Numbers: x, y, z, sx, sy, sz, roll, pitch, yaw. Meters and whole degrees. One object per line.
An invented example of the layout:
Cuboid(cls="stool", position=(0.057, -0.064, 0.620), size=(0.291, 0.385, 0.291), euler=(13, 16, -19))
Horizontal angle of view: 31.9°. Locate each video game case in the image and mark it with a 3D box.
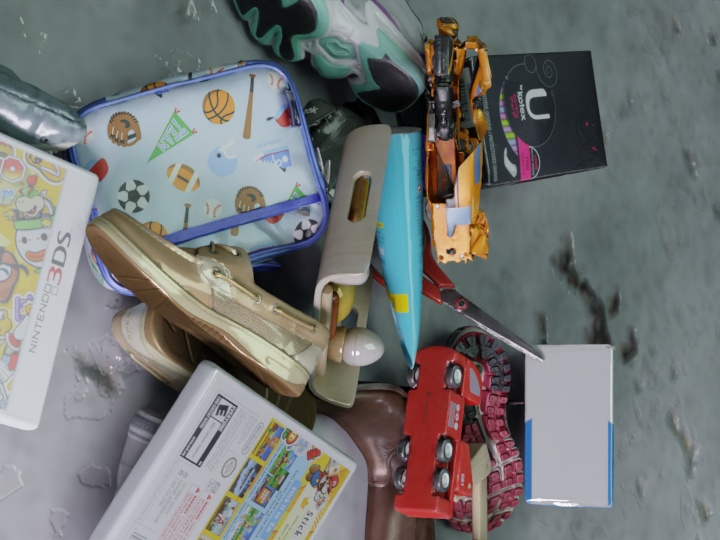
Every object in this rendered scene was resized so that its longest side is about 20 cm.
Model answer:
Cuboid(cls="video game case", position=(-0.109, 0.192, 0.936), size=(0.182, 0.023, 0.201), euler=(40, 78, -43))
Cuboid(cls="video game case", position=(-0.275, -0.011, 0.809), size=(0.199, 0.023, 0.185), euler=(23, 69, -38))

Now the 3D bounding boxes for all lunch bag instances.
Cuboid(cls="lunch bag", position=(-0.121, -0.067, 0.961), size=(0.197, 0.075, 0.163), euler=(-16, 95, -19))

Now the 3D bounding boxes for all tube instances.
Cuboid(cls="tube", position=(0.035, -0.022, 1.097), size=(0.078, 0.050, 0.203), euler=(-91, 177, -78))

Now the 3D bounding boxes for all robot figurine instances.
Cuboid(cls="robot figurine", position=(0.084, -0.116, 1.089), size=(0.145, 0.057, 0.203), euler=(-69, 159, -74))

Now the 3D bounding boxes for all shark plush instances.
Cuboid(cls="shark plush", position=(-0.278, -0.145, 0.849), size=(0.200, 0.083, 0.091), euler=(48, 56, -30))

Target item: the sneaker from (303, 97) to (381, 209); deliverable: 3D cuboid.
Cuboid(cls="sneaker", position=(-0.042, -0.098, 1.092), size=(0.199, 0.066, 0.092), euler=(-32, 105, -45))

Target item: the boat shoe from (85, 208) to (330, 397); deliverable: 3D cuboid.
Cuboid(cls="boat shoe", position=(-0.108, 0.012, 0.905), size=(0.199, 0.071, 0.065), euler=(40, 72, -25))

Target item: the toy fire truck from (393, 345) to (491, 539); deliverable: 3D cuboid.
Cuboid(cls="toy fire truck", position=(0.087, 0.182, 1.132), size=(0.141, 0.048, 0.203), euler=(32, 60, -51))

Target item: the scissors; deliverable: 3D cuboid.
Cuboid(cls="scissors", position=(0.077, 0.029, 1.148), size=(0.073, 0.014, 0.200), euler=(-38, 80, -15))

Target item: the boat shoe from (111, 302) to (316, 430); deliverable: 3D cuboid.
Cuboid(cls="boat shoe", position=(-0.112, 0.081, 1.004), size=(0.199, 0.064, 0.073), euler=(38, 56, -40))

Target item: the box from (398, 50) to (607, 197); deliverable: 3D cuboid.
Cuboid(cls="box", position=(0.142, -0.146, 1.246), size=(0.198, 0.105, 0.124), euler=(-13, 95, -45))

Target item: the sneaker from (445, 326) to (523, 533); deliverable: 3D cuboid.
Cuboid(cls="sneaker", position=(0.114, 0.154, 1.215), size=(0.079, 0.075, 0.203), euler=(0, 98, -6))

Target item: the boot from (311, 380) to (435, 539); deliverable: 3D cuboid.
Cuboid(cls="boot", position=(0.009, 0.201, 1.116), size=(0.185, 0.064, 0.203), euler=(11, 81, -42))

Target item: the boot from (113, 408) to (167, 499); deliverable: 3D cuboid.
Cuboid(cls="boot", position=(-0.113, 0.176, 1.001), size=(0.199, 0.073, 0.097), euler=(21, 87, -41))

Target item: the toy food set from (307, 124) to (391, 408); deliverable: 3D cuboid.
Cuboid(cls="toy food set", position=(0.000, 0.000, 1.010), size=(0.059, 0.201, 0.145), euler=(9, 55, 1))

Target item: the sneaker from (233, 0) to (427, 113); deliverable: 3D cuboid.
Cuboid(cls="sneaker", position=(-0.022, -0.239, 1.127), size=(0.199, 0.078, 0.141), euler=(34, 41, -21))

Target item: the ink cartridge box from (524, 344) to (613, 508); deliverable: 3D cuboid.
Cuboid(cls="ink cartridge box", position=(0.203, 0.148, 1.226), size=(0.200, 0.083, 0.148), euler=(34, 56, -79))
